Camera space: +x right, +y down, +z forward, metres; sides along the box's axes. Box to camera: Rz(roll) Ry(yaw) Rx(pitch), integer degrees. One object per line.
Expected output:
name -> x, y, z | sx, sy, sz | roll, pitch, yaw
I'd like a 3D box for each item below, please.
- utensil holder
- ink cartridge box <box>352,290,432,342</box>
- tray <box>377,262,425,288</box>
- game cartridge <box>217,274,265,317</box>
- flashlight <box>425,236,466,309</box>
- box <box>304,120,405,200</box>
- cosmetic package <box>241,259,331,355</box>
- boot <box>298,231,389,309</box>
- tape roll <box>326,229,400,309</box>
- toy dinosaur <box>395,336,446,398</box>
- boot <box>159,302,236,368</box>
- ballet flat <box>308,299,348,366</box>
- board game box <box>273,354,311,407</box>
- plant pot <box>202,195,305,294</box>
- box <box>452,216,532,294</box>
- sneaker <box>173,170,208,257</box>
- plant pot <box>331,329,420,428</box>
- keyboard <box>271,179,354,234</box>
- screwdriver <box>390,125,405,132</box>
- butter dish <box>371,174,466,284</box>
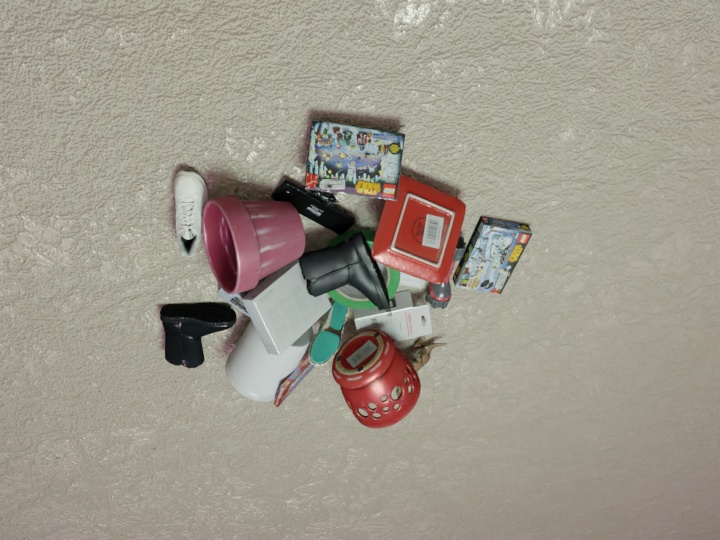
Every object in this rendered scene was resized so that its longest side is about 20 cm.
utensil holder -> -0.231, 0.203, 1.595 | 0.167, 0.172, 0.201 | 21, 121, -25
ink cartridge box -> 0.084, 0.126, 1.647 | 0.195, 0.067, 0.117 | -11, 131, 1
tray -> 0.090, -0.005, 1.569 | 0.196, 0.022, 0.109 | 11, 128, -18
game cartridge -> -0.261, 0.050, 1.479 | 0.040, 0.135, 0.199 | -32, 131, 21
flashlight -> 0.217, 0.006, 1.565 | 0.067, 0.068, 0.202 | 26, 134, 13
box -> -0.013, -0.228, 1.300 | 0.195, 0.040, 0.140 | 6, 101, -9
cosmetic package -> -0.169, 0.076, 1.463 | 0.051, 0.200, 0.153 | 3, 123, 42
boot -> -0.037, 0.024, 1.444 | 0.165, 0.077, 0.203 | -21, 114, 11
tape roll -> 0.000, 0.000, 1.516 | 0.195, 0.049, 0.204 | 2, 126, 3
toy dinosaur -> 0.156, 0.257, 1.765 | 0.198, 0.086, 0.136 | -35, 140, -2
boot -> -0.408, 0.169, 1.591 | 0.195, 0.077, 0.171 | 2, 126, -2
ballet flat -> -0.079, 0.163, 1.577 | 0.075, 0.202, 0.064 | 27, 147, -2
board game box -> -0.153, 0.265, 1.645 | 0.019, 0.200, 0.104 | 35, 139, 10
plant pot -> -0.225, -0.069, 1.350 | 0.176, 0.200, 0.203 | -17, 137, -31
box -> 0.330, -0.035, 1.572 | 0.134, 0.040, 0.203 | 9, 128, -15
sneaker -> -0.371, -0.120, 1.357 | 0.073, 0.082, 0.203 | 2, 128, -9
plant pot -> 0.033, 0.266, 1.589 | 0.197, 0.202, 0.184 | -24, 121, 12
keyboard -> -0.095, -0.155, 1.414 | 0.198, 0.040, 0.103 | 26, 145, -29
screwdriver -> 0.004, -0.274, 1.328 | 0.196, 0.028, 0.029 | -22, 159, 7
butter dish -> 0.115, -0.089, 1.432 | 0.196, 0.147, 0.204 | 19, 84, -18
